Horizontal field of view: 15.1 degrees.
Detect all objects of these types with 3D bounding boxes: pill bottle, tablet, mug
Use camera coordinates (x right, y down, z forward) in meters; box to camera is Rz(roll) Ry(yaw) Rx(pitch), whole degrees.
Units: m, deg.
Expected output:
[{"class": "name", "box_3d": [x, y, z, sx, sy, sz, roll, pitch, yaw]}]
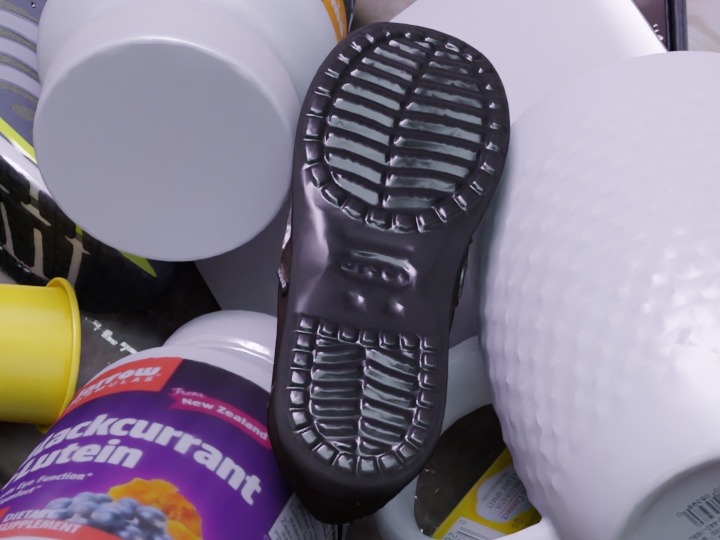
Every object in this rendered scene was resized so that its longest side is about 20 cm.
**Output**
[{"class": "pill bottle", "box_3d": [-0.068, 0.094, 0.931, 0.111, 0.112, 0.200, 24, 31, 6]}, {"class": "pill bottle", "box_3d": [-0.060, -0.098, 1.030, 0.116, 0.117, 0.200, 10, 36, -2]}, {"class": "tablet", "box_3d": [0.029, -0.037, 1.047, 0.200, 0.014, 0.130, -36, 69, 10]}, {"class": "mug", "box_3d": [0.094, 0.044, 0.936, 0.199, 0.148, 0.176, -24, 37, 14]}]

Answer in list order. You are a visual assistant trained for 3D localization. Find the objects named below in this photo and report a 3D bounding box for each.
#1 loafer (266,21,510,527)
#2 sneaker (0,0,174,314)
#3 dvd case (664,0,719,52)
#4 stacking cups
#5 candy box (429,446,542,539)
[{"class": "loafer", "box_3d": [0.000, 0.000, 0.933, 0.073, 0.071, 0.201, 18, 54, -4]}, {"class": "sneaker", "box_3d": [-0.135, -0.067, 1.069, 0.081, 0.074, 0.200, -35, 72, -27]}, {"class": "dvd case", "box_3d": [0.200, -0.080, 1.150, 0.142, 0.018, 0.201, 4, 61, -6]}, {"class": "stacking cups", "box_3d": [-0.205, 0.023, 0.988, 0.199, 0.061, 0.061, 6, 59, -21]}, {"class": "candy box", "box_3d": [0.088, 0.099, 0.984, 0.102, 0.026, 0.200, 24, 40, 19]}]
